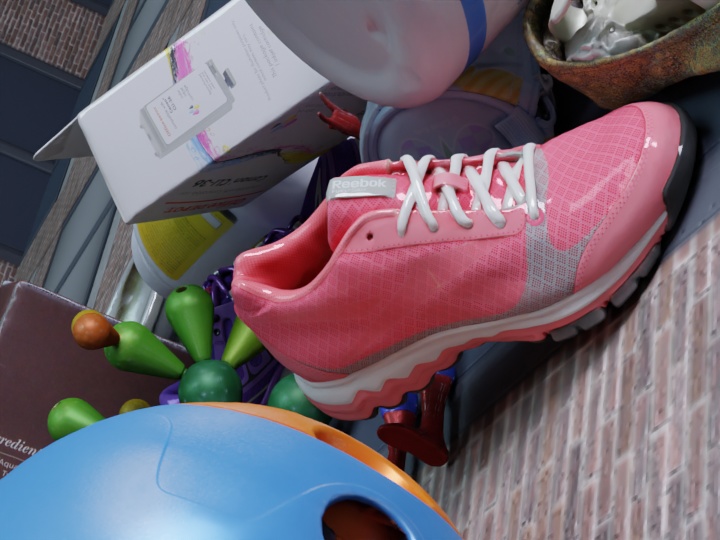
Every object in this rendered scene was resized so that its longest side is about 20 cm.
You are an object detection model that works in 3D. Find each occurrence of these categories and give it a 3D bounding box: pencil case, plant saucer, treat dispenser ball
[{"bbox_3d":[0.052,-0.120,0.754,0.091,0.083,0.201,-36,32,38],"label":"pencil case"},{"bbox_3d":[-0.177,0.054,1.315,0.200,0.050,0.201,-57,19,32],"label":"plant saucer"},{"bbox_3d":[-0.049,0.143,0.504,0.201,0.200,0.201,-57,19,31],"label":"treat dispenser ball"}]

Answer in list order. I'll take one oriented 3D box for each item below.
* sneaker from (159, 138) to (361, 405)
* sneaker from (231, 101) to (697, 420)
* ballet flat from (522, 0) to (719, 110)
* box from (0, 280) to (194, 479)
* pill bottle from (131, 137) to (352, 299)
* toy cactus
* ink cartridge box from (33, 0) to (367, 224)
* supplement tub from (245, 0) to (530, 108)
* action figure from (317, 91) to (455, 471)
[{"bbox_3d":[-0.051,0.013,0.902,0.201,0.083,0.081,-62,17,9],"label":"sneaker"},{"bbox_3d":[0.031,-0.011,0.601,0.200,0.087,0.074,-31,35,29],"label":"sneaker"},{"bbox_3d":[0.115,-0.103,0.555,0.200,0.070,0.071,-20,49,68],"label":"ballet flat"},{"bbox_3d":[-0.205,0.130,1.093,0.201,0.164,0.166,-69,15,-8],"label":"box"},{"bbox_3d":[-0.082,-0.046,1.030,0.200,0.112,0.113,-38,33,59],"label":"pill bottle"},{"bbox_3d":[-0.072,0.081,0.826,0.102,0.199,0.166,50,-155,-73],"label":"toy cactus"},{"bbox_3d":[-0.063,-0.084,0.842,0.200,0.068,0.116,-30,-9,29],"label":"ink cartridge box"},{"bbox_3d":[0.044,-0.176,0.655,0.200,0.132,0.132,-47,11,-17],"label":"supplement tub"},{"bbox_3d":[0.000,0.000,0.741,0.065,0.099,0.201,-50,21,42],"label":"action figure"}]
